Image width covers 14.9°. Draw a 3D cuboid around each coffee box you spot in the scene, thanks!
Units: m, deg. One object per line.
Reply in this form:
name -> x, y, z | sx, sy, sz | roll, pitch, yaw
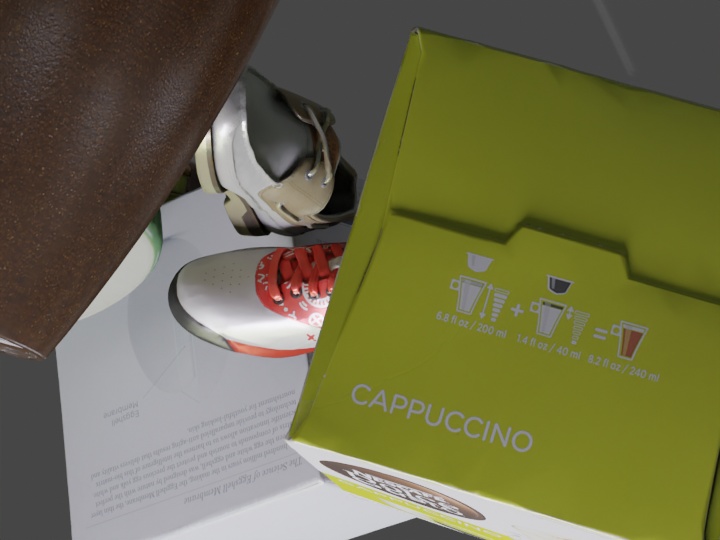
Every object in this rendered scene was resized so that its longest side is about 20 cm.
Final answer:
coffee box -> 0.098, 0.028, 1.287 | 0.199, 0.201, 0.198 | 16, 171, 11

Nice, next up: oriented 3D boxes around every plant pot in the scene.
plant pot -> -0.144, -0.070, 1.175 | 0.186, 0.201, 0.187 | 17, 172, 3

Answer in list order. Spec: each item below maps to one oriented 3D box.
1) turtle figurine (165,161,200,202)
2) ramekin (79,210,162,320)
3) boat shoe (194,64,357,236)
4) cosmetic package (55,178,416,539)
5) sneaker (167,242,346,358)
turtle figurine -> -0.119, -0.051, 1.709 | 0.161, 0.065, 0.200 | 21, 171, -19
ramekin -> -0.205, -0.039, 1.546 | 0.199, 0.098, 0.200 | -11, 156, -5
boat shoe -> -0.044, -0.067, 1.461 | 0.068, 0.075, 0.200 | 1, 169, 8
cosmetic package -> -0.070, 0.065, 1.637 | 0.199, 0.201, 0.123 | -21, 155, 35
sneaker -> 0.001, -0.001, 1.488 | 0.200, 0.067, 0.108 | 10, 144, -5
